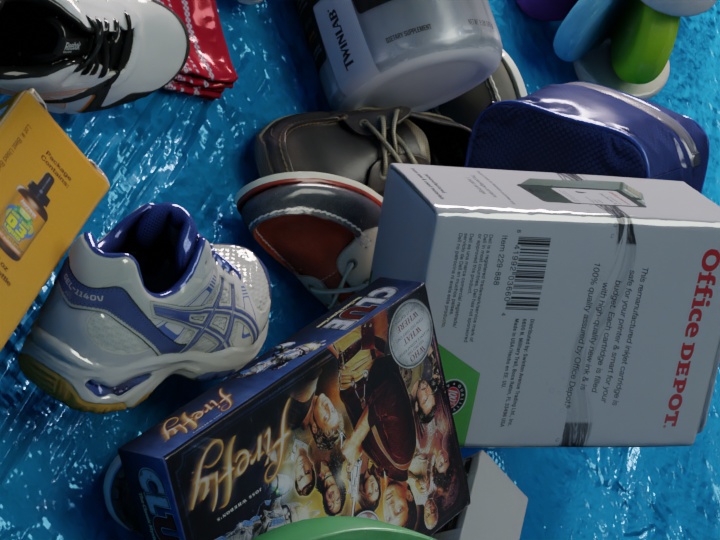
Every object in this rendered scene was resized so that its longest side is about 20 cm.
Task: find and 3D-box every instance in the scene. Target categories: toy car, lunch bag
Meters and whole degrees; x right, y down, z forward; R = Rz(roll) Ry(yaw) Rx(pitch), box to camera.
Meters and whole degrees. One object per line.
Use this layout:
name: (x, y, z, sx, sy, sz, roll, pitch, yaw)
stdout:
toy car: (0.194, -0.243, 1.498, 0.149, 0.175, 0.201, 5, 59, -14)
lunch bag: (0.145, -0.019, 1.231, 0.132, 0.135, 0.201, -19, 126, -56)

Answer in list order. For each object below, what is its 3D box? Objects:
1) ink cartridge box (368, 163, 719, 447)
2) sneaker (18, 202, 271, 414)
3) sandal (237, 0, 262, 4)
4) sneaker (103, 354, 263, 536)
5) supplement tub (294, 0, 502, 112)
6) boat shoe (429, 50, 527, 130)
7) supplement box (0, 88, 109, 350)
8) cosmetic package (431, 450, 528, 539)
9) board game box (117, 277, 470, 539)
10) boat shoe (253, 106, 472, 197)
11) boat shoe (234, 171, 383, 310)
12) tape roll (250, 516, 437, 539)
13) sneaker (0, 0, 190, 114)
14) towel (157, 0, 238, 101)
ink cartridge box: (0.109, 0.023, 1.086, 0.198, 0.147, 0.084, 3, 21, -21)
sneaker: (-0.090, 0.007, 0.942, 0.075, 0.089, 0.200, 28, 21, 14)
sandal: (-0.087, -0.267, 1.186, 0.049, 0.083, 0.204, -2, 65, -9)
sneaker: (-0.064, 0.088, 0.984, 0.199, 0.072, 0.072, -23, 116, -46)
supplement tub: (0.009, -0.209, 1.220, 0.122, 0.122, 0.201, -3, 70, -55)
boat shoe: (0.055, -0.156, 1.299, 0.060, 0.072, 0.203, -7, 68, -54)
supplement box: (-0.190, 0.001, 0.853, 0.067, 0.069, 0.200, 51, 36, -21)
cosmetic package: (0.031, 0.195, 1.018, 0.051, 0.082, 0.201, 46, 37, -22)
board game box: (-0.026, 0.106, 0.949, 0.200, 0.034, 0.136, -33, 119, -41)
boat shoe: (0.009, -0.077, 1.175, 0.199, 0.073, 0.075, -11, 77, -56)
boat shoe: (0.000, 0.000, 1.121, 0.200, 0.071, 0.063, 30, 48, -47)
tape roll: (-0.007, 0.219, 0.876, 0.199, 0.048, 0.202, 0, 90, -22)
sneaker: (-0.153, -0.113, 0.952, 0.199, 0.080, 0.074, -6, 105, -52)
towel: (-0.155, -0.180, 1.063, 0.199, 0.022, 0.146, 9, 60, -52)
